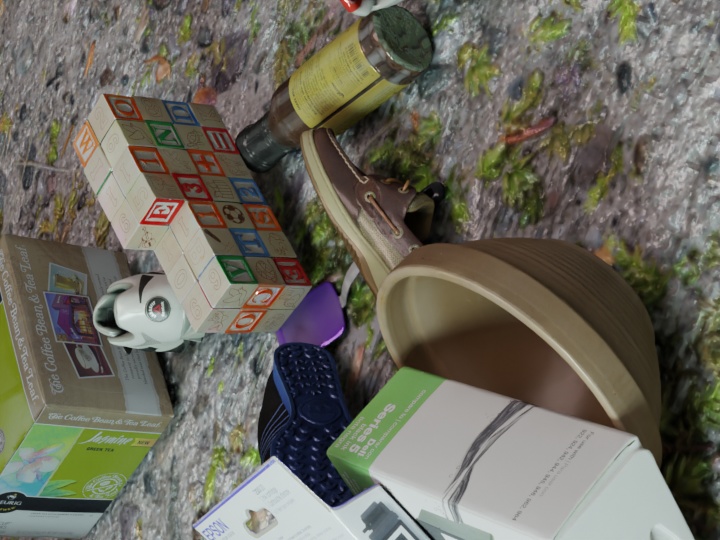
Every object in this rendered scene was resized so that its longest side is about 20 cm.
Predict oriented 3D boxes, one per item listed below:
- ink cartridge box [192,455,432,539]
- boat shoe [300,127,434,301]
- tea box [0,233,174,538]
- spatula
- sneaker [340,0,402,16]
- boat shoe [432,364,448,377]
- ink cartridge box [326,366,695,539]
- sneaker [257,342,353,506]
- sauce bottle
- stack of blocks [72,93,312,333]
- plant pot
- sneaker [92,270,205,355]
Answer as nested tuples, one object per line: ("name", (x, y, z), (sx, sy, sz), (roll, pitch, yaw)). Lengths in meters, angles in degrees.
("ink cartridge box", (-0.003, 0.200, 0.946), (0.200, 0.043, 0.198), (46, 151, 0))
("boat shoe", (0.022, -0.032, 1.088), (0.072, 0.072, 0.201), (-30, 61, 0))
("tea box", (-0.291, 0.110, 1.384), (0.197, 0.133, 0.201), (-52, 45, 34))
("spatula", (0.000, 0.000, 1.151), (0.200, 0.020, 0.057), (-47, 46, 32))
("sneaker", (0.005, -0.236, 1.125), (0.093, 0.071, 0.200), (-41, 23, -15))
("boat shoe", (0.032, 0.133, 1.034), (0.067, 0.072, 0.201), (28, 105, 48))
("ink cartridge box", (0.094, 0.152, 0.884), (0.084, 0.146, 0.199), (-45, 31, -23))
("sneaker", (-0.040, 0.137, 1.097), (0.200, 0.070, 0.078), (-96, 13, -59))
("sauce bottle", (-0.029, -0.138, 1.190), (0.200, 0.064, 0.065), (-30, 58, 41))
("stack of blocks", (-0.135, -0.046, 1.192), (0.059, 0.115, 0.201), (-50, 56, 33))
("plant pot", (0.113, 0.047, 0.908), (0.093, 0.201, 0.200), (-44, 32, -23))
("sneaker", (-0.184, 0.033, 1.273), (0.200, 0.088, 0.075), (146, 121, -75))
